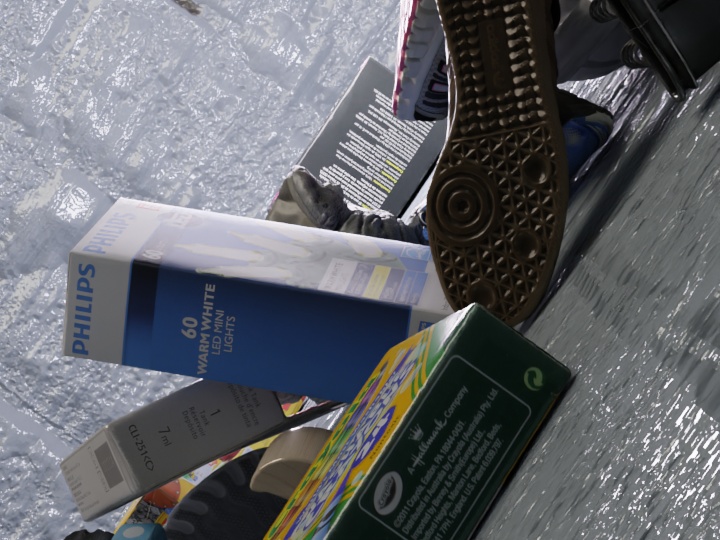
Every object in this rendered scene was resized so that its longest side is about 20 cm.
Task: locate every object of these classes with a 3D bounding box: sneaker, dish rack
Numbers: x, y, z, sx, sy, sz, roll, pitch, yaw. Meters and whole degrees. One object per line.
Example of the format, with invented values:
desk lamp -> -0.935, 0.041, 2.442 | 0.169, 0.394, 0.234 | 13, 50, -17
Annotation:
sneaker -> 0.082, -0.047, 1.112 | 0.200, 0.078, 0.090 | 115, 177, -73
sneaker -> -0.093, 0.179, 1.254 | 0.200, 0.075, 0.082 | -51, -1, 21
sneaker -> 0.066, -0.134, 1.125 | 0.200, 0.086, 0.074 | 102, 173, -70
sneaker -> 0.075, -0.074, 0.976 | 0.075, 0.070, 0.202 | -7, -83, -69
dish rack -> 0.117, -0.158, 0.959 | 0.054, 0.154, 0.200 | -33, 4, 2

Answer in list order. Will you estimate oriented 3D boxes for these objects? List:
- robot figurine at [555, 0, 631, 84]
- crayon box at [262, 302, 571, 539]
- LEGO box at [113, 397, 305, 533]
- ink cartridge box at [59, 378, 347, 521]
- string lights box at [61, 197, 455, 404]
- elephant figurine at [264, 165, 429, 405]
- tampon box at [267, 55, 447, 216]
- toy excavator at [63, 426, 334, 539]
robot figurine -> 0.139, -0.186, 1.167 | 0.200, 0.112, 0.171 | -50, 15, 54
crayon box -> 0.012, 0.090, 0.858 | 0.126, 0.051, 0.200 | -56, 3, -13
LEGO box -> -0.140, 0.183, 1.802 | 0.149, 0.077, 0.201 | -52, 5, 44
ink cartridge box -> -0.073, 0.083, 1.141 | 0.175, 0.045, 0.200 | -24, -4, -19
string lights box -> -0.043, 0.018, 1.035 | 0.103, 0.198, 0.060 | -66, -15, -70
elephant figurine -> 0.000, 0.000, 1.239 | 0.141, 0.156, 0.200 | -29, -9, -29
tampon box -> 0.000, -0.114, 2.233 | 0.201, 0.126, 0.150 | -56, 3, -3
toy excavator -> -0.082, 0.176, 1.053 | 0.100, 0.198, 0.196 | -64, -31, -64
